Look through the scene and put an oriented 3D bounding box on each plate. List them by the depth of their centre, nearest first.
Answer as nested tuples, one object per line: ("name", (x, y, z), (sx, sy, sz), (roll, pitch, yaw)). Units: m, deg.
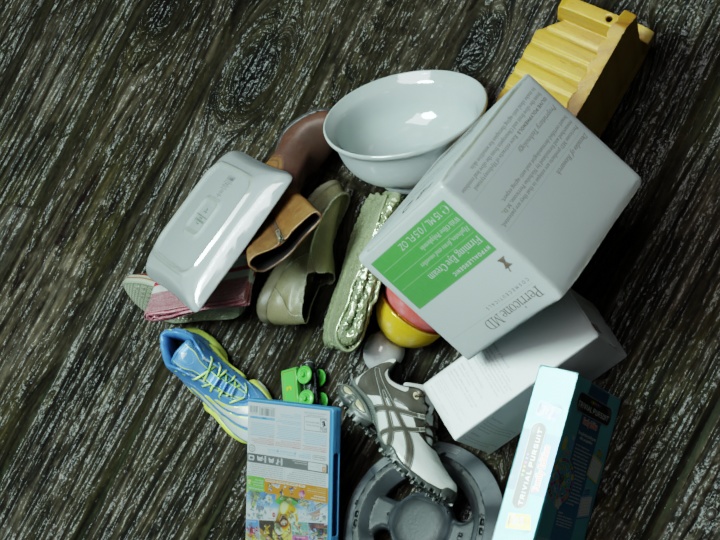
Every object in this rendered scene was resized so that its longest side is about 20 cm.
("plate", (-0.184, -0.059, 1.750), (0.200, 0.032, 0.200), (-54, 28, -4))

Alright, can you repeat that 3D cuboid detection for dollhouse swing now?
("dollhouse swing", (0.220, -0.220, 1.631), (0.182, 0.176, 0.200), (30, 91, 30))

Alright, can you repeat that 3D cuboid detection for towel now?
("towel", (0.000, 0.000, 1.708), (0.036, 0.148, 0.200), (18, 86, -9))
("towel", (-0.187, -0.019, 1.817), (0.144, 0.023, 0.200), (-9, 41, 21))

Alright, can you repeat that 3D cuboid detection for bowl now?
("bowl", (0.062, -0.154, 1.720), (0.201, 0.090, 0.201), (-11, 34, 7))

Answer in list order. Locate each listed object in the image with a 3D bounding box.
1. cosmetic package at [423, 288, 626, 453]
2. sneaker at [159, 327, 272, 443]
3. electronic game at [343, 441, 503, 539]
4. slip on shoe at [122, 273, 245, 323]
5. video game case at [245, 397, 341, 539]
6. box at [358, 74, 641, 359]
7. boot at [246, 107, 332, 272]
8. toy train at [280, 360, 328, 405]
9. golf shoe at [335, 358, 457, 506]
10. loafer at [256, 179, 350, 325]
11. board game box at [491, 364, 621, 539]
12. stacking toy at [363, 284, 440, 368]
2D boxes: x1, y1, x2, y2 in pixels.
("cosmetic package", (0.184, 0.111, 1.589), (0.200, 0.113, 0.081), (-38, 62, 11))
("sneaker", (-0.186, 0.141, 1.773), (0.200, 0.105, 0.076), (41, 96, 31))
("electronic game", (0.072, 0.292, 1.631), (0.200, 0.042, 0.200), (-11, 63, 22))
("slip on shoe", (-0.224, 0.026, 1.858), (0.200, 0.074, 0.061), (0, 41, 33))
("video game case", (-0.081, 0.256, 1.688), (0.143, 0.018, 0.200), (2, 91, 42))
("box", (0.145, -0.053, 1.507), (0.171, 0.199, 0.200), (41, 56, -5))
("boot", (-0.080, -0.103, 1.725), (0.188, 0.068, 0.200), (-38, 24, 3))
("toy train", (-0.066, 0.209, 1.730), (0.056, 0.042, 0.200), (-17, 68, 33))
("golf shoe", (0.058, 0.177, 1.622), (0.094, 0.078, 0.200), (-41, 58, -2))
("loafer", (-0.057, -0.016, 1.774), (0.067, 0.076, 0.200), (23, 82, 18))
("board game box", (0.209, 0.214, 1.521), (0.047, 0.151, 0.200), (11, 80, 30))
("stacking toy", (0.066, 0.040, 1.682), (0.146, 0.146, 0.200), (52, 119, 29))
